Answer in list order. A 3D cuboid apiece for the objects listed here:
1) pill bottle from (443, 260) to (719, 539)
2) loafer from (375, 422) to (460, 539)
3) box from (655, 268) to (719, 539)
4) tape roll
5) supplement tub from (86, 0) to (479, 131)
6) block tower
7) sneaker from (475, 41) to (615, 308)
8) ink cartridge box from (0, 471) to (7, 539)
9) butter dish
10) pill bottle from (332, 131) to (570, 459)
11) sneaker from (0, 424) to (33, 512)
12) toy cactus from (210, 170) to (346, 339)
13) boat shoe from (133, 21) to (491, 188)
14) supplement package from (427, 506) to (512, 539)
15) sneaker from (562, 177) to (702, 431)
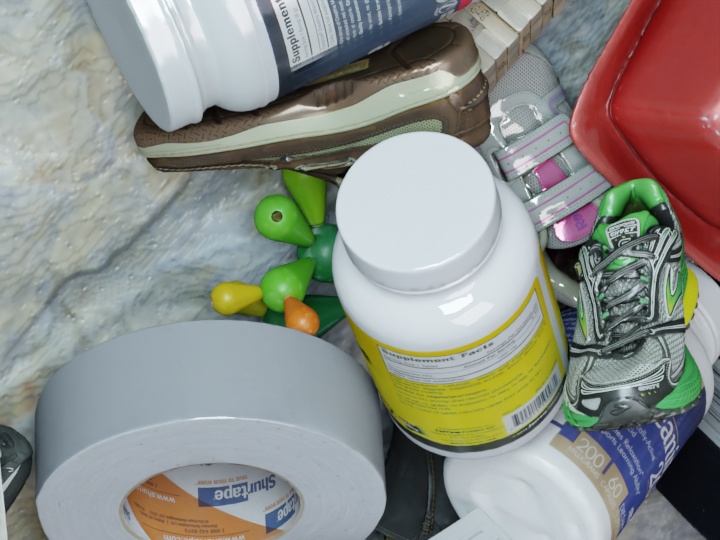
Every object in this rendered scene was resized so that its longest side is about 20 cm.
[{"bbox_3d":[0.145,0.081,1.677,0.200,0.111,0.111,-49,135,-35],"label":"pill bottle"},{"bbox_3d":[0.037,0.145,1.724,0.072,0.073,0.200,-19,123,-12],"label":"loafer"},{"bbox_3d":[0.310,0.074,1.802,0.182,0.104,0.201,-6,120,-26],"label":"box"},{"bbox_3d":[-0.086,0.109,1.581,0.200,0.066,0.201,-3,145,-2],"label":"tape roll"},{"bbox_3d":[-0.039,-0.170,1.459,0.200,0.140,0.141,-26,126,-12],"label":"supplement tub"},{"bbox_3d":[0.103,-0.179,1.556,0.200,0.054,0.058,-48,170,-6],"label":"block tower"},{"bbox_3d":[0.109,-0.058,1.632,0.081,0.088,0.200,-35,127,-6],"label":"sneaker"},{"bbox_3d":[-0.281,0.089,1.443,0.144,0.200,0.084,-13,123,-21],"label":"ink cartridge box"},{"bbox_3d":[0.253,-0.105,1.623,0.200,0.148,0.200,39,74,-37],"label":"butter dish"},{"bbox_3d":[0.047,0.013,1.507,0.112,0.113,0.200,-33,148,-7],"label":"pill bottle"},{"bbox_3d":[-0.250,0.169,1.594,0.079,0.074,0.200,24,111,-45],"label":"sneaker"},{"bbox_3d":[0.000,0.000,1.617,0.200,0.102,0.165,-53,137,-2],"label":"toy cactus"},{"bbox_3d":[-0.024,-0.073,1.516,0.202,0.075,0.075,-10,122,22],"label":"boat shoe"},{"bbox_3d":[0.016,0.259,1.606,0.200,0.111,0.156,-27,153,-39],"label":"supplement package"},{"bbox_3d":[0.145,0.020,1.544,0.078,0.200,0.085,-10,120,12],"label":"sneaker"}]
